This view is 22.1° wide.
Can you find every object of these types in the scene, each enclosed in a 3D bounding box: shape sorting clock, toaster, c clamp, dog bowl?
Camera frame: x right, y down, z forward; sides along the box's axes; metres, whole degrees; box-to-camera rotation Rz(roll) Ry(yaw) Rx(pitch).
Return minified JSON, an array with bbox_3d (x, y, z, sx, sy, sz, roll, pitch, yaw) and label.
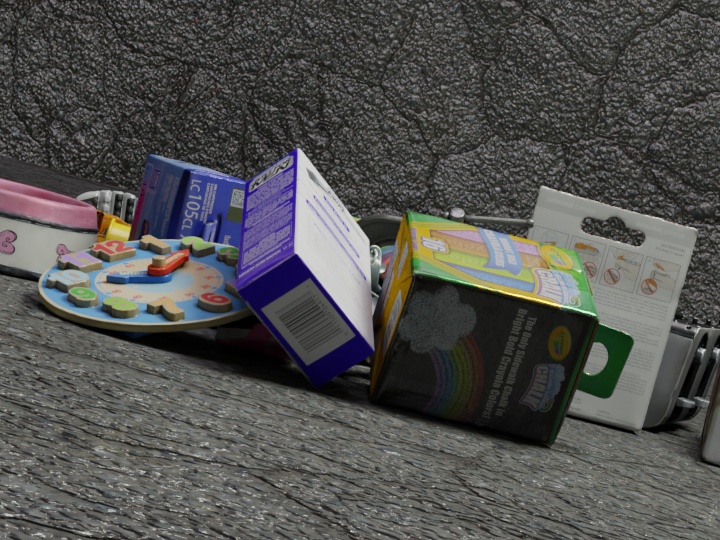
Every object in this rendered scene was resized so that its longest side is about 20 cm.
[{"bbox_3d":[-0.166,0.008,1.519,0.199,0.039,0.200,-2,17,1],"label":"shape sorting clock"},{"bbox_3d":[0.261,0.083,1.880,0.199,0.119,0.181,17,3,21],"label":"toaster"},{"bbox_3d":[0.063,0.016,1.740,0.170,0.201,0.027,12,41,3],"label":"c clamp"},{"bbox_3d":[-0.338,-0.045,1.743,0.199,0.074,0.200,15,4,-1],"label":"dog bowl"}]

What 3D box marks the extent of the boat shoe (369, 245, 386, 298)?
[{"bbox_3d":[0.000,0.000,1.701,0.200,0.062,0.073,49,16,-21],"label":"boat shoe"}]

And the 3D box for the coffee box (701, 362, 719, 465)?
[{"bbox_3d":[0.371,0.125,1.731,0.079,0.115,0.200,15,2,10],"label":"coffee box"}]

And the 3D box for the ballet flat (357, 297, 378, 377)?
[{"bbox_3d":[0.042,0.072,1.635,0.073,0.073,0.200,17,-2,34],"label":"ballet flat"}]

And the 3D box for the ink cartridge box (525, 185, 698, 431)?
[{"bbox_3d":[0.212,0.036,1.731,0.160,0.201,0.050,15,3,-5],"label":"ink cartridge box"}]

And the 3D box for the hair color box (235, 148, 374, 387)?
[{"bbox_3d":[-0.044,-0.006,1.496,0.109,0.065,0.200,52,17,-22],"label":"hair color box"}]

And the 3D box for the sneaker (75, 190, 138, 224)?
[{"bbox_3d":[-0.257,-0.043,2.219,0.199,0.075,0.081,16,-11,-19],"label":"sneaker"}]

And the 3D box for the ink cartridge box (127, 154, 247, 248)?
[{"bbox_3d":[-0.157,-0.028,1.717,0.076,0.137,0.200,11,4,-23],"label":"ink cartridge box"}]

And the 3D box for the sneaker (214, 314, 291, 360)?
[{"bbox_3d":[-0.079,0.025,1.599,0.073,0.088,0.200,15,4,-1],"label":"sneaker"}]

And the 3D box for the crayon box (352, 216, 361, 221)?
[{"bbox_3d":[-0.011,0.000,2.047,0.199,0.119,0.058,14,3,-3],"label":"crayon box"}]

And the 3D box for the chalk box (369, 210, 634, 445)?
[{"bbox_3d":[0.117,0.050,1.489,0.199,0.125,0.124,14,25,-9],"label":"chalk box"}]

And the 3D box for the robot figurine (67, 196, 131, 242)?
[{"bbox_3d":[-0.351,-0.057,2.016,0.145,0.058,0.200,17,3,34],"label":"robot figurine"}]

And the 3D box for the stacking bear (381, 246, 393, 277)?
[{"bbox_3d":[0.032,0.030,1.919,0.121,0.114,0.200,14,-1,-13],"label":"stacking bear"}]

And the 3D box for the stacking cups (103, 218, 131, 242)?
[{"bbox_3d":[-0.165,0.004,1.868,0.199,0.061,0.061,17,3,-3],"label":"stacking cups"}]
